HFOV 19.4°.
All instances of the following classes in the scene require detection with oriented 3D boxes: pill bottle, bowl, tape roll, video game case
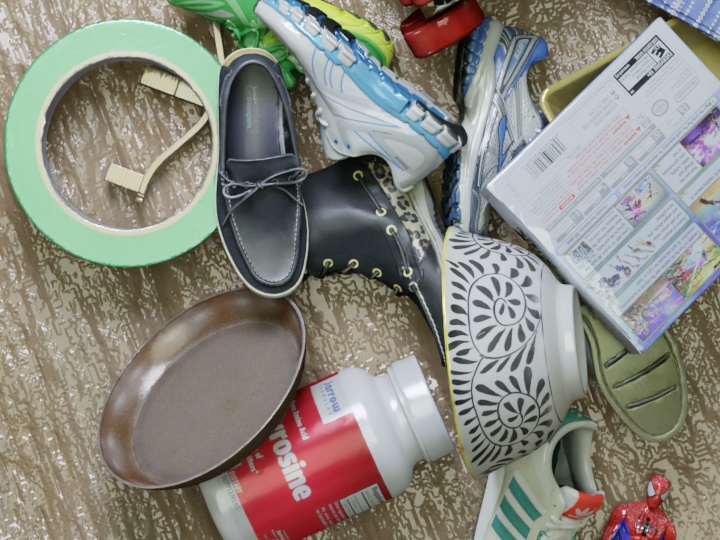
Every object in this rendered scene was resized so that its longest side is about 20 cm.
[{"bbox_3d":[-0.029,0.148,1.710,0.199,0.112,0.113,-25,89,0],"label":"pill bottle"},{"bbox_3d":[0.126,0.060,1.646,0.094,0.201,0.202,-6,89,10],"label":"bowl"},{"bbox_3d":[-0.190,-0.103,1.719,0.199,0.048,0.202,0,92,-4],"label":"tape roll"},{"bbox_3d":[0.227,-0.067,1.679,0.200,0.045,0.181,-44,90,-7],"label":"video game case"}]

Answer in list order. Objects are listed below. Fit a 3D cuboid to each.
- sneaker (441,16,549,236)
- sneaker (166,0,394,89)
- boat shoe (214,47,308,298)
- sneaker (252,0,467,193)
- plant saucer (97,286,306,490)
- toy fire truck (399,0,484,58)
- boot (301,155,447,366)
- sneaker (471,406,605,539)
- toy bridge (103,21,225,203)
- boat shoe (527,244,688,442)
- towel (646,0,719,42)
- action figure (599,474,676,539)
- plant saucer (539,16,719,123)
[{"bbox_3d":[0.117,-0.106,1.732,0.085,0.077,0.202,7,91,-6],"label":"sneaker"},{"bbox_3d":[-0.070,-0.192,1.721,0.199,0.074,0.084,21,92,-11],"label":"sneaker"},{"bbox_3d":[-0.080,-0.077,1.672,0.074,0.062,0.202,-5,93,-6],"label":"boat shoe"},{"bbox_3d":[-0.016,-0.137,1.671,0.200,0.075,0.087,40,106,-5],"label":"sneaker"},{"bbox_3d":[-0.122,0.100,1.693,0.200,0.200,0.032,-39,125,0],"label":"plant saucer"},{"bbox_3d":[0.086,-0.261,1.672,0.167,0.200,0.113,-31,101,5],"label":"toy fire truck"},{"bbox_3d":[0.000,-0.001,1.731,0.153,0.073,0.205,-18,80,2],"label":"boot"},{"bbox_3d":[0.148,0.204,1.708,0.070,0.093,0.201,10,86,-38],"label":"sneaker"},{"bbox_3d":[-0.151,-0.151,1.758,0.067,0.027,0.201,20,90,0],"label":"toy bridge"},{"bbox_3d":[0.205,0.047,1.729,0.074,0.068,0.201,-29,91,-2],"label":"boat shoe"},{"bbox_3d":[0.291,-0.265,1.703,0.199,0.024,0.145,29,93,-4],"label":"towel"},{"bbox_3d":[0.217,0.264,1.739,0.065,0.052,0.201,19,87,5],"label":"action figure"},{"bbox_3d":[0.272,-0.100,1.732,0.199,0.048,0.201,-29,89,-7],"label":"plant saucer"}]
